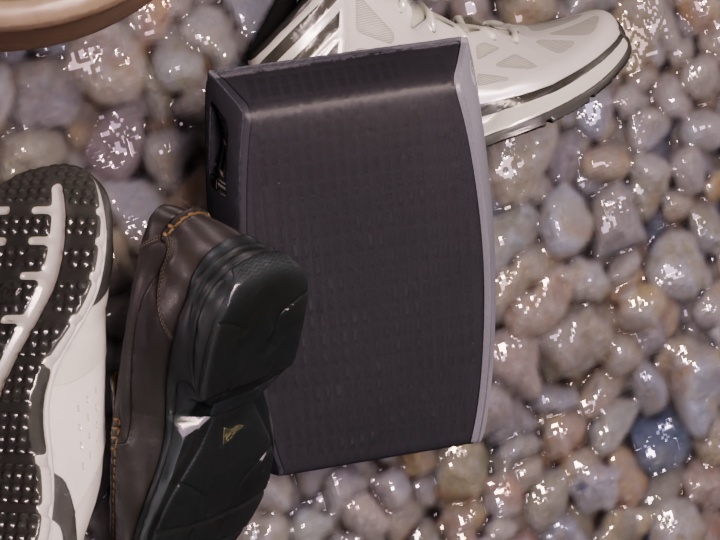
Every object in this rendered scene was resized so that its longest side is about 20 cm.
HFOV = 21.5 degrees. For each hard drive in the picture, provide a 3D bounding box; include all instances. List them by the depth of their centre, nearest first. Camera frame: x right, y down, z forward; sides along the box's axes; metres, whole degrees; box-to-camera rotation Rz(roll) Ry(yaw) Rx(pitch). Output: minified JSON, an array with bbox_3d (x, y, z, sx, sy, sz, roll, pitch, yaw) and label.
[{"bbox_3d":[0.000,0.000,0.874,0.133,0.042,0.202,-8,116,-8],"label":"hard drive"}]

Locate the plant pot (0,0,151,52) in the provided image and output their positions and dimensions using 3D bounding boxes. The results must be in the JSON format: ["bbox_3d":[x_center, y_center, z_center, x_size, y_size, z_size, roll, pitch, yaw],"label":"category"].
[{"bbox_3d":[-0.143,-0.170,0.757,0.198,0.175,0.203,1,80,-7],"label":"plant pot"}]

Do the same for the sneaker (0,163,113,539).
[{"bbox_3d":[-0.147,0.052,0.848,0.073,0.080,0.202,5,75,17],"label":"sneaker"}]

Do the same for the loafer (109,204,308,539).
[{"bbox_3d":[-0.080,0.063,0.853,0.072,0.072,0.201,-12,130,-46],"label":"loafer"}]

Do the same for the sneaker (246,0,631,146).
[{"bbox_3d":[0.037,-0.116,0.917,0.199,0.076,0.116,-24,104,-21],"label":"sneaker"}]
